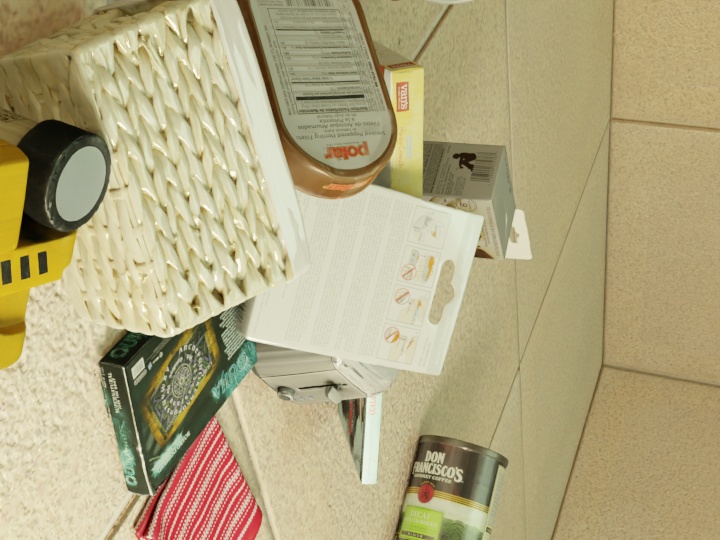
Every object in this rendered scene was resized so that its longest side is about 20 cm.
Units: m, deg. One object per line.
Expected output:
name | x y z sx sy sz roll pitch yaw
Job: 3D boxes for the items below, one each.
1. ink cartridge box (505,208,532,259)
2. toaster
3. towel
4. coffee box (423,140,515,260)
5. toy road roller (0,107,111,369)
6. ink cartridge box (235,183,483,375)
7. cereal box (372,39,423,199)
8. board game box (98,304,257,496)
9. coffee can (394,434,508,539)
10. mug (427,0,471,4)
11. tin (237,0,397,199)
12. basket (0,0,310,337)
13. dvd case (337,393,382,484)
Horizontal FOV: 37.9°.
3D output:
ink cartridge box | 0.121 -0.080 1.320 0.117 0.198 0.068 66 39 -56
toaster | -0.019 0.043 1.074 0.114 0.128 0.201 46 54 -40
towel | -0.147 0.241 1.003 0.201 0.022 0.145 76 30 -46
coffee box | 0.065 -0.081 1.172 0.113 0.198 0.080 67 35 -53
toy road roller | -0.232 -0.014 0.546 0.200 0.122 0.147 -25 133 -66
ink cartridge box | 0.000 0.000 0.962 0.047 0.198 0.161 -150 -106 -67
cereal box | 0.005 -0.152 1.036 0.200 0.039 0.145 -134 -142 -58
board game box | -0.151 0.080 0.914 0.200 0.028 0.136 -53 146 -52
coffee can | 0.137 0.373 1.623 0.146 0.145 0.202 52 51 -63
mug | 0.073 -0.405 1.142 0.133 0.176 0.202 48 29 -59
tin | -0.038 -0.153 0.811 0.042 0.111 0.202 -44 -121 59
basket | -0.137 -0.069 0.677 0.123 0.135 0.202 -31 115 -38
dvd case | -0.001 0.135 1.205 0.200 0.022 0.147 -122 -146 -72
